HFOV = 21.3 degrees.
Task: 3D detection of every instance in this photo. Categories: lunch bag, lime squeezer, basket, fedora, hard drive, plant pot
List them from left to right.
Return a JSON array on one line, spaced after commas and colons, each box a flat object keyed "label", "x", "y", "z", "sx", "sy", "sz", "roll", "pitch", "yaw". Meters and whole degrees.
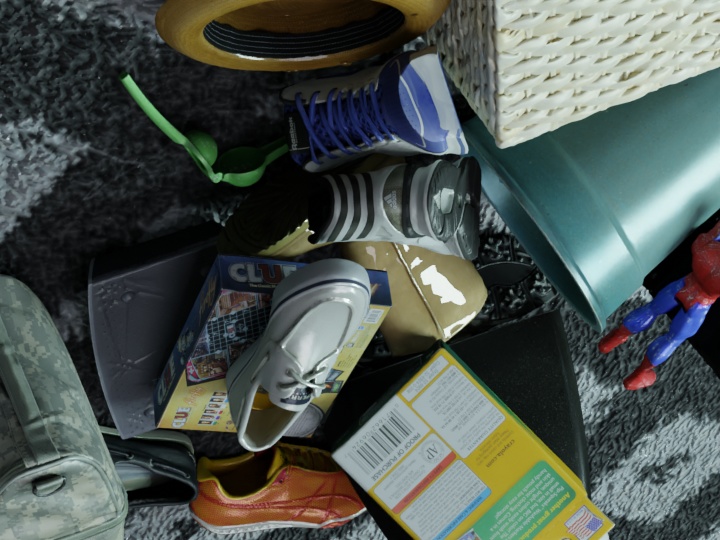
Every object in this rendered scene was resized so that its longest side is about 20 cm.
[{"label": "lunch bag", "x": -0.261, "y": 0.118, "z": 1.429, "sx": 0.139, "sy": 0.200, "sz": 0.168, "roll": -14, "pitch": 145, "yaw": -22}, {"label": "hard drive", "x": -0.151, "y": 0.046, "z": 1.536, "sx": 0.134, "sy": 0.042, "sz": 0.200, "roll": -19, "pitch": 141, "yaw": -12}, {"label": "lime squeezer", "x": -0.099, "y": -0.096, "z": 1.407, "sx": 0.199, "sy": 0.038, "sz": 0.071, "roll": 8, "pitch": 130, "yaw": -37}, {"label": "fedora", "x": -0.040, "y": -0.194, "z": 1.266, "sx": 0.200, "sy": 0.082, "sz": 0.201, "roll": -7, "pitch": 168, "yaw": -2}, {"label": "plant pot", "x": 0.097, "y": 0.167, "z": 1.666, "sx": 0.199, "sy": 0.178, "sz": 0.200, "roll": -19, "pitch": 166, "yaw": -12}, {"label": "basket", "x": 0.143, "y": -0.222, "z": 1.309, "sx": 0.199, "sy": 0.161, "sz": 0.199, "roll": -21, "pitch": 142, "yaw": -11}, {"label": "plant pot", "x": 0.203, "y": -0.091, "z": 1.487, "sx": 0.196, "sy": 0.200, "sz": 0.200, "roll": -37, "pitch": 143, "yaw": 0}]

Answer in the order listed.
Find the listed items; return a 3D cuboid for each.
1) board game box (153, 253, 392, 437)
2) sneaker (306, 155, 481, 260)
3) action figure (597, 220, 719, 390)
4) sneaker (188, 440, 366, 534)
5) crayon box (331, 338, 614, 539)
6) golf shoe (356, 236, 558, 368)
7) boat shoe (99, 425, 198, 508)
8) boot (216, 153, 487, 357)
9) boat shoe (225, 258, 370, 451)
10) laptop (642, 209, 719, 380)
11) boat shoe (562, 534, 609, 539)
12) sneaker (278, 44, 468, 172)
[{"label": "board game box", "x": -0.072, "y": 0.062, "z": 1.487, "sx": 0.135, "sy": 0.035, "sz": 0.200, "roll": 6, "pitch": 144, "yaw": -20}, {"label": "sneaker", "x": 0.023, "y": -0.051, "z": 1.418, "sx": 0.115, "sy": 0.076, "sz": 0.200, "roll": 2, "pitch": 177, "yaw": 15}, {"label": "action figure", "x": 0.275, "y": 0.014, "z": 1.516, "sx": 0.099, "sy": 0.065, "sz": 0.200, "roll": -26, "pitch": 163, "yaw": -32}, {"label": "sneaker", "x": -0.058, "y": 0.191, "z": 1.743, "sx": 0.199, "sy": 0.073, "sz": 0.077, "roll": -8, "pitch": 131, "yaw": -28}, {"label": "crayon box", "x": 0.089, "y": 0.171, "z": 1.538, "sx": 0.126, "sy": 0.200, "sz": 0.052, "roll": -44, "pitch": -176, "yaw": 5}, {"label": "golf shoe", "x": 0.076, "y": 0.031, "z": 1.649, "sx": 0.199, "sy": 0.078, "sz": 0.095, "roll": -15, "pitch": 158, "yaw": -13}, {"label": "boat shoe", "x": -0.225, "y": 0.178, "z": 1.625, "sx": 0.199, "sy": 0.066, "sz": 0.075, "roll": 7, "pitch": 132, "yaw": -37}, {"label": "boot", "x": 0.000, "y": 0.000, "z": 1.503, "sx": 0.175, "sy": 0.066, "sz": 0.200, "roll": -36, "pitch": 130, "yaw": -8}, {"label": "boat shoe", "x": -0.047, "y": 0.068, "z": 1.406, "sx": 0.071, "sy": 0.070, "sz": 0.200, "roll": 11, "pitch": 142, "yaw": -25}, {"label": "laptop", "x": 0.321, "y": -0.036, "z": 1.583, "sx": 0.177, "sy": 0.200, "sz": 0.103, "roll": -48, "pitch": 156, "yaw": 25}, {"label": "boat shoe", "x": 0.125, "y": 0.276, "z": 1.599, "sx": 0.200, "sy": 0.070, "sz": 0.071, "roll": -27, "pitch": 170, "yaw": 28}, {"label": "sneaker", "x": 0.005, "y": -0.106, "z": 1.358, "sx": 0.115, "sy": 0.199, "sz": 0.081, "roll": -19, "pitch": 98, "yaw": -5}]
